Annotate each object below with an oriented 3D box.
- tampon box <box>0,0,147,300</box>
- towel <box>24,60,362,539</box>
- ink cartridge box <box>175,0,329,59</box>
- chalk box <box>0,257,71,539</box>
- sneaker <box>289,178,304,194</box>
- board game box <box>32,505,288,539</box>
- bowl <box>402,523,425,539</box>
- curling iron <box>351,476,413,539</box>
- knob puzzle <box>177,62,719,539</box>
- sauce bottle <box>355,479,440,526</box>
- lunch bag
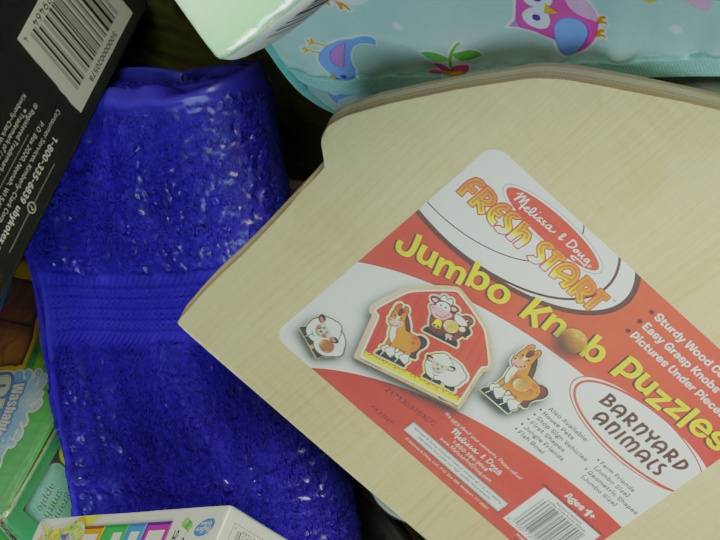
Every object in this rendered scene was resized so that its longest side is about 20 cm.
[{"bbox_3d":[-0.208,-0.069,0.865,0.200,0.150,0.126,-5,139,38],"label":"tampon box"},{"bbox_3d":[-0.073,0.024,0.905,0.148,0.050,0.200,1,107,49],"label":"towel"},{"bbox_3d":[-0.026,-0.173,0.557,0.161,0.050,0.200,-35,93,34],"label":"ink cartridge box"},{"bbox_3d":[-0.136,0.077,1.061,0.200,0.125,0.124,8,149,34],"label":"chalk box"},{"bbox_3d":[0.000,0.000,0.930,0.088,0.081,0.200,0,-179,-41],"label":"sneaker"},{"bbox_3d":[-0.012,0.147,0.887,0.200,0.034,0.134,34,156,-26],"label":"board game box"},{"bbox_3d":[0.057,0.153,1.082,0.108,0.200,0.200,-43,122,9],"label":"bowl"},{"bbox_3d":[-0.020,0.073,0.986,0.050,0.026,0.200,52,179,-42],"label":"curling iron"},{"bbox_3d":[0.069,0.011,0.765,0.220,0.030,0.220,9,125,13],"label":"knob puzzle"},{"bbox_3d":[0.027,0.062,0.922,0.065,0.065,0.200,18,-178,5],"label":"sauce bottle"},{"bbox_3d":[0.050,-0.105,0.719,0.200,0.077,0.160,1,144,31],"label":"lunch bag"}]
